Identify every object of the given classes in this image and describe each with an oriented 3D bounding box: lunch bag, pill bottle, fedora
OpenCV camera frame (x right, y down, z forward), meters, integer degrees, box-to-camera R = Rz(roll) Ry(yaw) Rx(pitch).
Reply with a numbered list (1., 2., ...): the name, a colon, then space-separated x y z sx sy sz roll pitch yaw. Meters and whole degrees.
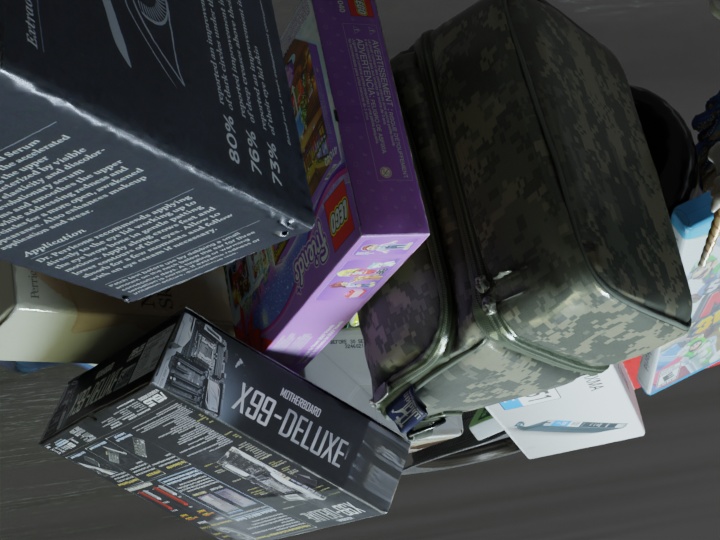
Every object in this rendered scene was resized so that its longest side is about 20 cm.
1. lunch bag: 0.065 -0.025 0.705 0.168 0.200 0.139 -28 154 32
2. pill bottle: 0.173 -0.036 0.863 0.112 0.112 0.200 -17 159 13
3. fedora: 0.114 0.145 1.328 0.177 0.090 0.200 -27 161 38

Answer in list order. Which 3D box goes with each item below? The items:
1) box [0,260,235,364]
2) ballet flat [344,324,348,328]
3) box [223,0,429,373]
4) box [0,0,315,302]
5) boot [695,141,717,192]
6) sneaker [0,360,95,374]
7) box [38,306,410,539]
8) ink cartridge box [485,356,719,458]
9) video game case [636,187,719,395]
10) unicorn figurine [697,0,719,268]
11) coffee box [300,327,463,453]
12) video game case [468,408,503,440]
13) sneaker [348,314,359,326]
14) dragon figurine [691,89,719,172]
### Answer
1. box: -0.147 0.005 0.814 0.200 0.095 0.078 5 153 -41
2. ballet flat: -0.032 0.037 0.992 0.067 0.071 0.200 -9 159 -8
3. box: -0.031 -0.038 0.704 0.039 0.137 0.200 -2 158 -24
4. box: -0.120 -0.088 0.511 0.104 0.148 0.200 -21 157 23
5. boot: 0.333 -0.041 0.877 0.200 0.155 0.072 -11 159 -6
6. sneaker: -0.184 0.028 0.888 0.082 0.074 0.200 -24 164 23
7. box: -0.088 0.105 0.786 0.158 0.050 0.200 32 150 -18
8. ink cartridge box: 0.178 0.071 0.904 0.176 0.045 0.200 -15 155 14
9. video game case: 0.242 -0.004 0.791 0.143 0.018 0.200 -24 149 -10
10. unicorn figurine: 0.232 -0.111 0.655 0.200 0.138 0.074 -26 146 24
11. coffee box: -0.028 0.101 0.927 0.113 0.080 0.200 -1 164 -26
12. video game case: 0.192 0.065 1.078 0.200 0.018 0.143 -28 -167 35
13. sneaker: 0.000 0.000 0.873 0.075 0.076 0.200 23 171 30
14. dragon figurine: 0.307 -0.107 0.819 0.200 0.100 0.059 -31 163 8
